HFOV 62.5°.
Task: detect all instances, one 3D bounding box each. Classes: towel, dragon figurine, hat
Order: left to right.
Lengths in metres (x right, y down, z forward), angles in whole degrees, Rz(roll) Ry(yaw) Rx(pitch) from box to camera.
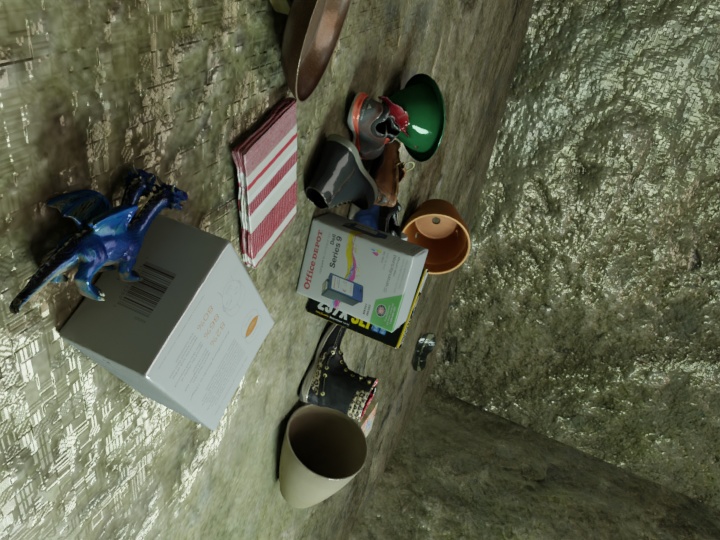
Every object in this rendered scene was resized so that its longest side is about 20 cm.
[{"bbox_3d":[-0.226,-0.034,0.507,0.200,0.058,0.101,-34,142,-65],"label":"dragon figurine"},{"bbox_3d":[-0.126,-0.117,0.817,0.201,0.023,0.145,96,19,-45],"label":"towel"},{"bbox_3d":[0.054,-0.301,1.161,0.174,0.166,0.201,-12,143,-26],"label":"hat"}]

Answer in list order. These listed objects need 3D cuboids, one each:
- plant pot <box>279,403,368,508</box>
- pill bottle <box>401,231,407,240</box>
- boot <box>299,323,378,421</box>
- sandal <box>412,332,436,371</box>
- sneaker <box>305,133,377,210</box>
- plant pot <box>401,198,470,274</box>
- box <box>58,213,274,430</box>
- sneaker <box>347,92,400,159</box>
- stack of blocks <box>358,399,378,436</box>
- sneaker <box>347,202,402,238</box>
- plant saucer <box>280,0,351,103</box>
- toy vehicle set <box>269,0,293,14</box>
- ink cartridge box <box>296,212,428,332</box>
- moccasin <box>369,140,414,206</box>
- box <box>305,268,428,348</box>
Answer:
[{"bbox_3d":[-0.106,0.432,1.313,0.187,0.186,0.201,-45,165,-55],"label":"plant pot"},{"bbox_3d":[0.043,0.006,1.366,0.111,0.110,0.202,-32,139,-65],"label":"pill bottle"},{"bbox_3d":[-0.031,0.218,1.301,0.073,0.149,0.202,73,40,-65],"label":"boot"},{"bbox_3d":[0.282,0.366,2.707,0.057,0.079,0.203,-76,-174,-67],"label":"sandal"},{"bbox_3d":[-0.037,-0.136,1.020,0.107,0.074,0.200,-61,154,-13],"label":"sneaker"},{"bbox_3d":[0.214,-0.111,1.693,0.141,0.197,0.202,-76,175,-52],"label":"plant pot"},{"bbox_3d":[-0.194,0.062,0.646,0.201,0.105,0.153,80,34,-61],"label":"box"},{"bbox_3d":[0.031,-0.244,1.072,0.200,0.081,0.078,44,67,-76],"label":"sneaker"},{"bbox_3d":[-0.016,0.498,1.865,0.200,0.058,0.116,-40,147,-61],"label":"stack of blocks"},{"bbox_3d":[0.023,-0.061,1.217,0.077,0.110,0.202,-23,132,-69],"label":"sneaker"},{"bbox_3d":[-0.054,-0.309,0.730,0.200,0.036,0.202,-156,-91,-89],"label":"plant saucer"},{"bbox_3d":[-0.086,-0.382,0.615,0.200,0.026,0.126,48,63,-72],"label":"toy vehicle set"},{"bbox_3d":[0.000,0.000,1.056,0.087,0.198,0.147,-25,134,-63],"label":"ink cartridge box"},{"bbox_3d":[0.061,-0.196,1.185,0.202,0.077,0.074,-79,-164,-54],"label":"moccasin"},{"bbox_3d":[0.012,0.040,1.143,0.049,0.198,0.161,15,96,-75],"label":"box"}]
